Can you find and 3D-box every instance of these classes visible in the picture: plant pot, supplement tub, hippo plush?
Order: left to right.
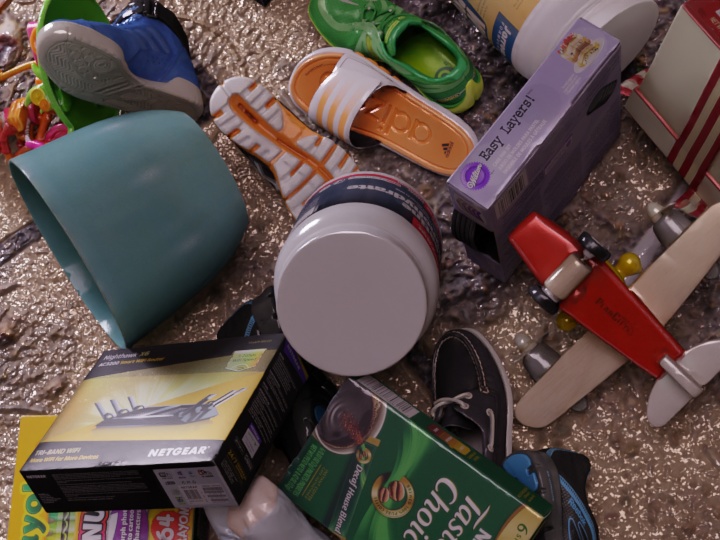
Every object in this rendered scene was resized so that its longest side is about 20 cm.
[{"bbox_3d":[-0.202,-0.054,1.313,0.161,0.201,0.201,-33,68,-15],"label":"plant pot"},{"bbox_3d":[-0.101,0.268,1.198,0.200,0.159,0.161,46,77,-20],"label":"hippo plush"},{"bbox_3d":[0.000,0.000,1.235,0.140,0.200,0.141,1,106,4],"label":"supplement tub"},{"bbox_3d":[0.170,-0.272,1.354,0.144,0.145,0.200,-38,68,-6],"label":"supplement tub"}]

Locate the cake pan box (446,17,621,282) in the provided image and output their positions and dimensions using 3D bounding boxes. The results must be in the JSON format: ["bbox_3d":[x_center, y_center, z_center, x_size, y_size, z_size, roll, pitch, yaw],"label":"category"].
[{"bbox_3d":[0.158,-0.098,1.270,0.052,0.184,0.200,35,81,22],"label":"cake pan box"}]

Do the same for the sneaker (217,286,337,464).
[{"bbox_3d":[-0.067,0.119,1.292,0.082,0.073,0.201,-29,68,26],"label":"sneaker"}]

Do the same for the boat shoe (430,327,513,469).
[{"bbox_3d":[0.090,0.143,1.249,0.074,0.060,0.201,-18,67,35],"label":"boat shoe"}]

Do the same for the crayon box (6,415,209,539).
[{"bbox_3d":[-0.225,0.232,1.277,0.172,0.058,0.201,-2,70,9],"label":"crayon box"}]

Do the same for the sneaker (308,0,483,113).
[{"bbox_3d":[0.036,-0.231,1.393,0.200,0.084,0.074,33,78,19],"label":"sneaker"}]

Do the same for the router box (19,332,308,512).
[{"bbox_3d":[-0.162,0.127,1.195,0.199,0.052,0.157,-7,34,28],"label":"router box"}]

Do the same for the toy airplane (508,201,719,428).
[{"bbox_3d":[0.228,0.037,1.250,0.199,0.141,0.200,-4,107,-2],"label":"toy airplane"}]

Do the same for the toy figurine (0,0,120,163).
[{"bbox_3d":[-0.350,-0.169,1.431,0.183,0.150,0.201,-7,93,21],"label":"toy figurine"}]

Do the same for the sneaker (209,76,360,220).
[{"bbox_3d":[-0.060,-0.104,1.371,0.078,0.077,0.200,-41,87,-2],"label":"sneaker"}]

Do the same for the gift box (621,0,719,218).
[{"bbox_3d":[0.343,-0.155,1.258,0.199,0.187,0.185,-25,69,-17],"label":"gift box"}]

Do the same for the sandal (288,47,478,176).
[{"bbox_3d":[0.016,-0.150,1.364,0.206,0.059,0.079,27,113,17],"label":"sandal"}]

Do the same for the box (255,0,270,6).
[{"bbox_3d":[-0.150,-0.390,1.421,0.182,0.200,0.104,37,80,20],"label":"box"}]

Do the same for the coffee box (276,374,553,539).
[{"bbox_3d":[0.044,0.187,1.172,0.200,0.044,0.123,36,103,13],"label":"coffee box"}]

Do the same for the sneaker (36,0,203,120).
[{"bbox_3d":[-0.236,-0.221,1.383,0.077,0.200,0.112,-30,59,31],"label":"sneaker"}]

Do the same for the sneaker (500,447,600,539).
[{"bbox_3d":[0.172,0.248,1.197,0.082,0.073,0.201,-2,86,-37],"label":"sneaker"}]
